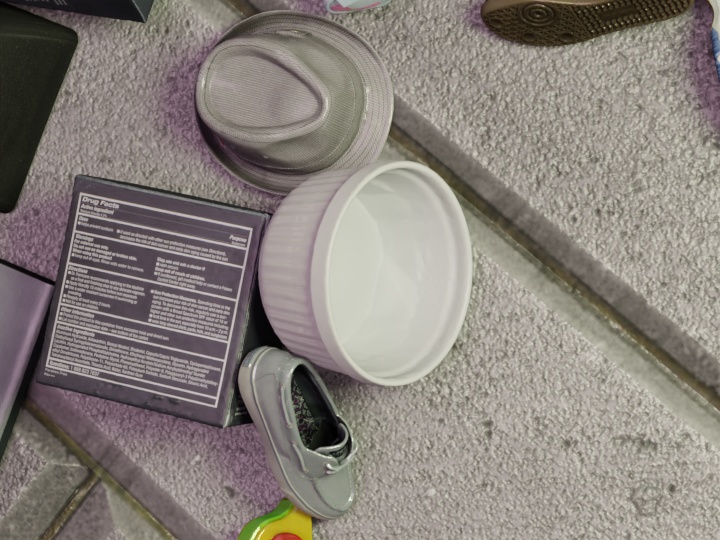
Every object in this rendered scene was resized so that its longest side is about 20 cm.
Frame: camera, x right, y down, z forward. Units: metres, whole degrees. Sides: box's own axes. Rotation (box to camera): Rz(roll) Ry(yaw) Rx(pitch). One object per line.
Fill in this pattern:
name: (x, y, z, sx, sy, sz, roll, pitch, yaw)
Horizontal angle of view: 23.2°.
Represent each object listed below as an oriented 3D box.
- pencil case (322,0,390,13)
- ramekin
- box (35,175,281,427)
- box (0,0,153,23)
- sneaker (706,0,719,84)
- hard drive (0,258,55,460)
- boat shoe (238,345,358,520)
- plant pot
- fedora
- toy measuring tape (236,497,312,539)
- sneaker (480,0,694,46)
pencil case: (-0.016, -0.343, 1.645, 0.083, 0.091, 0.200, -15, 85, 15)
ramekin: (0.000, 0.000, 1.575, 0.105, 0.200, 0.201, 5, 89, 42)
box: (-0.175, 0.028, 1.653, 0.200, 0.123, 0.199, 13, 93, 16)
box: (-0.281, -0.359, 1.680, 0.200, 0.117, 0.197, 11, 70, 17)
sneaker: (0.352, -0.213, 1.539, 0.088, 0.075, 0.200, -11, 86, 15)
hard drive: (-0.395, 0.084, 1.771, 0.139, 0.033, 0.200, 21, 94, 16)
boat shoe: (-0.043, 0.155, 1.595, 0.071, 0.070, 0.201, 8, 134, 42)
plant pot: (-0.430, -0.189, 1.717, 0.200, 0.177, 0.200, 23, 94, 17)
fedora: (-0.076, -0.162, 1.655, 0.200, 0.090, 0.177, 23, 95, 16)
toy measuring tape: (-0.085, 0.227, 1.651, 0.073, 0.074, 0.200, -3, 89, 16)
sneaker: (0.209, -0.258, 1.598, 0.200, 0.070, 0.076, -4, 58, 22)
